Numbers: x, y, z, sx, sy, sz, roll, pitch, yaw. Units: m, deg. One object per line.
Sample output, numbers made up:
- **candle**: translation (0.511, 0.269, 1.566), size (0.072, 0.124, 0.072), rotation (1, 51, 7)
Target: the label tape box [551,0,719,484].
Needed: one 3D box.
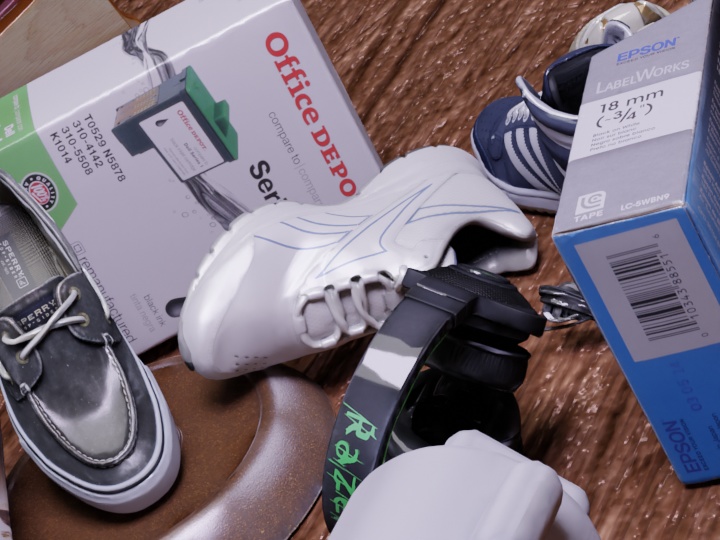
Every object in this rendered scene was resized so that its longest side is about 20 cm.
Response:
- **label tape box**: translation (0.152, -0.027, 1.007), size (0.063, 0.144, 0.200), rotation (-15, 33, 25)

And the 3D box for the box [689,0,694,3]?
- **box**: translation (0.295, -0.172, 1.206), size (0.156, 0.041, 0.200), rotation (-45, 33, -25)

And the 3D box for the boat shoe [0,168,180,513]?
- **boat shoe**: translation (-0.156, 0.031, 1.115), size (0.072, 0.071, 0.200), rotation (-32, 59, -9)

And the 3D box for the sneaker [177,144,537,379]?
- **sneaker**: translation (0.000, 0.000, 1.140), size (0.200, 0.075, 0.087), rotation (-29, 37, -22)

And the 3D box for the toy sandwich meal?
- **toy sandwich meal**: translation (-0.223, -0.156, 1.455), size (0.205, 0.205, 0.070), rotation (-39, 48, -16)

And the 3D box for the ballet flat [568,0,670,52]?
- **ballet flat**: translation (0.157, -0.112, 1.206), size (0.067, 0.062, 0.200), rotation (-31, 30, -4)

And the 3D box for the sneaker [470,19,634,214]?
- **sneaker**: translation (0.103, -0.079, 1.157), size (0.070, 0.109, 0.200), rotation (-34, 31, -10)

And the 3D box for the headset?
- **headset**: translation (0.056, 0.054, 1.008), size (0.094, 0.124, 0.200), rotation (21, 33, 22)

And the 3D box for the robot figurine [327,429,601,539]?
- **robot figurine**: translation (0.028, 0.144, 0.865), size (0.113, 0.170, 0.200), rotation (26, 36, 5)

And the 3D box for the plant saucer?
- **plant saucer**: translation (-0.107, 0.104, 1.135), size (0.200, 0.032, 0.200), rotation (-20, 31, 13)

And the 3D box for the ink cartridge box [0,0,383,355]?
- **ink cartridge box**: translation (-0.097, -0.056, 1.244), size (0.200, 0.146, 0.084), rotation (-28, 24, 2)

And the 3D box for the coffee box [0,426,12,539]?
- **coffee box**: translation (-0.213, 0.141, 1.065), size (0.080, 0.113, 0.200), rotation (10, 26, -18)
